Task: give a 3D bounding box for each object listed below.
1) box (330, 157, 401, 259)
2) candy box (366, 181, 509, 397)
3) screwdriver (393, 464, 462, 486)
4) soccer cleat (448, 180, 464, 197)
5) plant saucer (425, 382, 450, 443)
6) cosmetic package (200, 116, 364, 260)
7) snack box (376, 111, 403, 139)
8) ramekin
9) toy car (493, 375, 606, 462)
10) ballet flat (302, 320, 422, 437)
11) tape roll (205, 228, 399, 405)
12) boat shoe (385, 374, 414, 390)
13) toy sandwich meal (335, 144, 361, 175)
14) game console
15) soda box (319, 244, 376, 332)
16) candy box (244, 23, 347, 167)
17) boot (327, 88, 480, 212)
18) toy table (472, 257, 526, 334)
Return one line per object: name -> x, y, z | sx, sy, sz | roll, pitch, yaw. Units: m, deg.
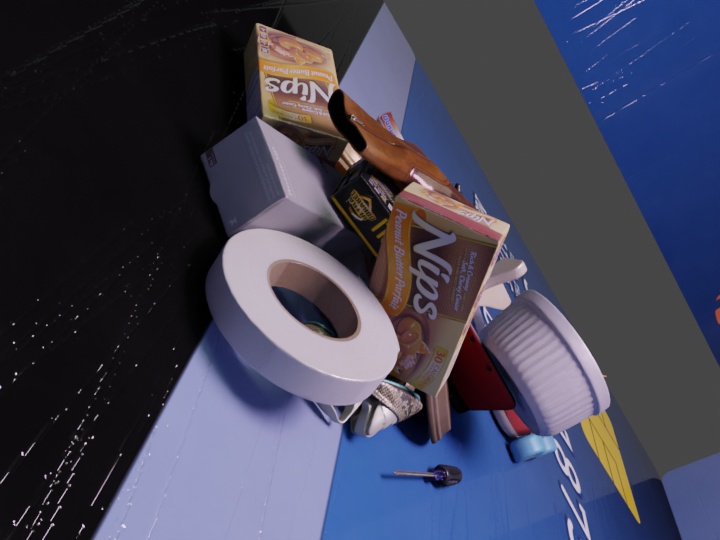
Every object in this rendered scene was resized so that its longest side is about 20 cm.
box -> 0.051, -0.041, 0.893 | 0.201, 0.049, 0.160 | 52, 16, -12
candy box -> 0.069, 0.023, 0.786 | 0.114, 0.202, 0.055 | 25, 29, 13
screwdriver -> 0.079, 0.250, 0.894 | 0.199, 0.029, 0.028 | 23, 43, -56
soccer cleat -> 0.090, -0.087, 1.037 | 0.200, 0.064, 0.085 | -145, -130, -70
plant saucer -> 0.099, 0.125, 0.972 | 0.200, 0.029, 0.204 | -5, 90, -83
cosmetic package -> -0.079, -0.078, 0.824 | 0.200, 0.089, 0.108 | 25, 39, -65
snack box -> 0.034, -0.176, 1.173 | 0.200, 0.024, 0.073 | 121, -53, -74
ramekin -> 0.252, 0.140, 1.050 | 0.202, 0.104, 0.200 | 57, -5, 7
toy car -> 0.347, 0.222, 1.334 | 0.176, 0.198, 0.187 | 22, 43, -60
ballet flat -> -0.009, 0.132, 0.783 | 0.200, 0.067, 0.076 | 41, 50, -35
tape roll -> -0.052, 0.040, 0.704 | 0.201, 0.037, 0.204 | 30, 26, -16
boat shoe -> 0.032, 0.073, 0.927 | 0.068, 0.072, 0.201 | 44, 22, -28
toy sandwich meal -> -0.036, -0.172, 1.094 | 0.206, 0.070, 0.206 | 52, 12, -15
game console -> 0.155, 0.104, 1.119 | 0.202, 0.118, 0.172 | 59, 27, -9
soda box -> 0.000, 0.000, 0.943 | 0.064, 0.068, 0.201 | 54, 22, -20
candy box -> -0.087, -0.227, 0.952 | 0.114, 0.056, 0.202 | 12, 45, -24
boot -> 0.060, -0.108, 0.847 | 0.199, 0.068, 0.190 | 30, 31, -53
toy table -> 0.174, 0.017, 1.211 | 0.183, 0.117, 0.202 | 25, -34, 48
